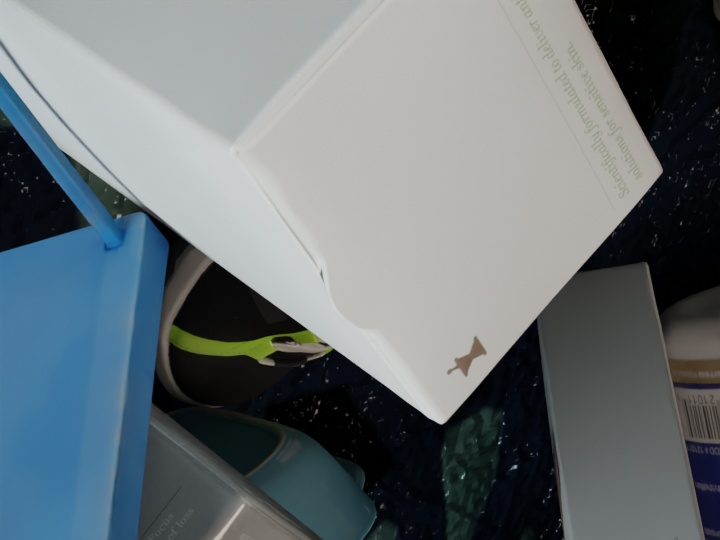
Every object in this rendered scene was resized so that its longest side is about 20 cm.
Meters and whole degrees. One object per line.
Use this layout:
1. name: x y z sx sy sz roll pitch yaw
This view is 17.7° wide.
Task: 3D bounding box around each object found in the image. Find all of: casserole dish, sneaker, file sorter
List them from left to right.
1. file sorter: -0.163 0.034 0.520 0.199 0.139 0.123 -15 137 19
2. casserole dish: -0.087 0.099 0.735 0.199 0.121 0.039 -32 111 -27
3. sneaker: 0.000 0.000 0.730 0.071 0.083 0.200 -10 151 -43

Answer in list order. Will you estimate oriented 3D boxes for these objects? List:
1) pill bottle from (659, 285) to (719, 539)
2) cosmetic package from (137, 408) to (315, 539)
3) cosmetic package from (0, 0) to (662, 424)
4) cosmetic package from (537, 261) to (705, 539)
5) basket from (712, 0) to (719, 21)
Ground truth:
1. pill bottle: 0.195 0.105 0.964 0.115 0.115 0.201 -18 99 -37
2. cosmetic package: -0.100 0.068 0.621 0.107 0.200 0.090 -52 137 -3
3. cosmetic package: -0.038 -0.062 0.545 0.085 0.200 0.108 -47 139 -11
4. cosmetic package: 0.105 0.119 0.885 0.051 0.201 0.151 -10 129 5
5. basket: 0.258 -0.123 0.903 0.200 0.161 0.199 -44 137 -14
